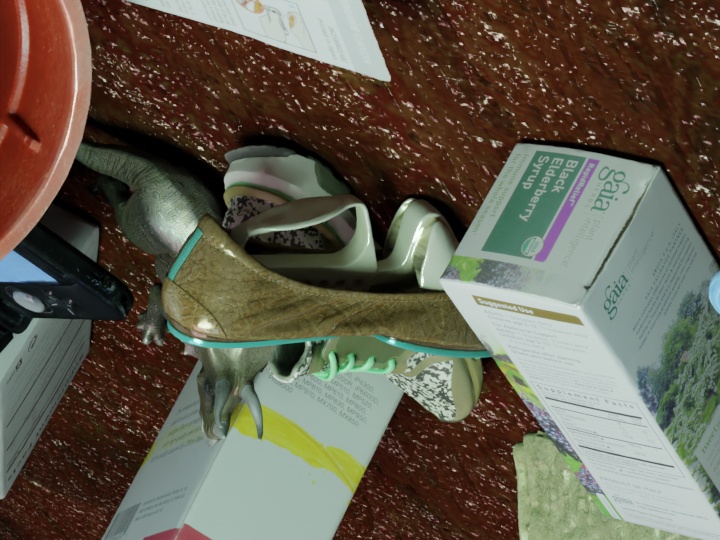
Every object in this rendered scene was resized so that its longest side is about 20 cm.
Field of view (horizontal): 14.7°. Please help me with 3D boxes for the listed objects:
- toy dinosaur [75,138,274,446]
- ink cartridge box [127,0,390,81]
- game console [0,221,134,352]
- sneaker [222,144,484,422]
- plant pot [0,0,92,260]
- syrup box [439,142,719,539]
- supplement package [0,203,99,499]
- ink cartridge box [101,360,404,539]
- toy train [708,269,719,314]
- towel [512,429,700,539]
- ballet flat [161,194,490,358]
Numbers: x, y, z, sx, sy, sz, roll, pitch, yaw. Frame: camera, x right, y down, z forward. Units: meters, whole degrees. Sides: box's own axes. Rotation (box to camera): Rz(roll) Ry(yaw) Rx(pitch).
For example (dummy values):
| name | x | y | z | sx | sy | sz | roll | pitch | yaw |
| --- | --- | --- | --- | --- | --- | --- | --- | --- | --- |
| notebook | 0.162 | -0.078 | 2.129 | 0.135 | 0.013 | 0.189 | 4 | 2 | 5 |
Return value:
| name | x | y | z | sx | sy | sz | roll | pitch | yaw |
| --- | --- | --- | --- | --- | --- | --- | --- | --- | --- |
| toy dinosaur | -0.089 | -0.014 | 1.436 | 0.102 | 0.077 | 0.201 | -5 | 107 | 63 |
| ink cartridge box | -0.081 | -0.164 | 1.144 | 0.199 | 0.057 | 0.163 | 14 | 153 | 24 |
| game console | -0.248 | 0.010 | 1.421 | 0.200 | 0.117 | 0.175 | 37 | 159 | -32 |
| sneaker | -0.016 | 0.027 | 1.402 | 0.077 | 0.089 | 0.200 | 2 | 144 | 48 |
| plant pot | -0.241 | -0.109 | 1.214 | 0.201 | 0.201 | 0.195 | 46 | 180 | -34 |
| syrup box | 0.122 | 0.036 | 1.266 | 0.081 | 0.079 | 0.200 | 11 | 150 | 39 |
| supplement package | -0.231 | 0.031 | 1.633 | 0.116 | 0.118 | 0.200 | 27 | 157 | 4 |
| ink cartridge box | -0.065 | 0.118 | 1.508 | 0.083 | 0.201 | 0.145 | 32 | 157 | -14 |
| toy train | 0.213 | 0.023 | 1.132 | 0.114 | 0.087 | 0.200 | 8 | 148 | 24 |
| towel | 0.160 | 0.156 | 1.426 | 0.199 | 0.036 | 0.149 | 4 | 103 | 43 |
| ballet flat | 0.000 | 0.000 | 1.325 | 0.199 | 0.073 | 0.068 | 4 | -159 | -29 |
